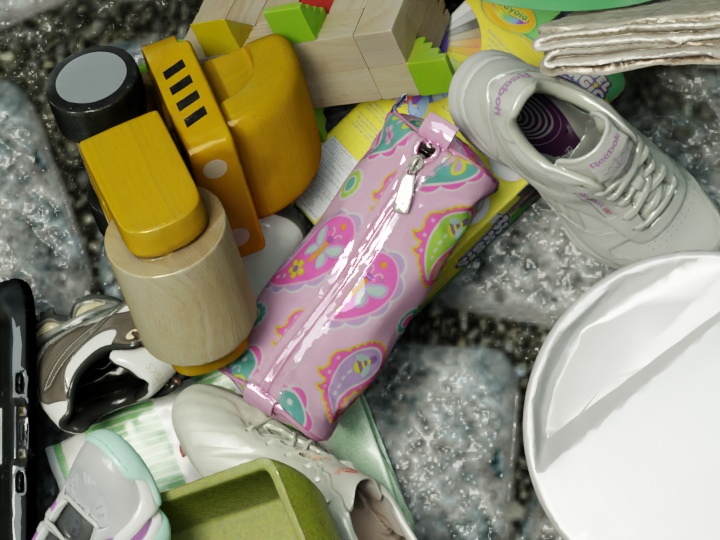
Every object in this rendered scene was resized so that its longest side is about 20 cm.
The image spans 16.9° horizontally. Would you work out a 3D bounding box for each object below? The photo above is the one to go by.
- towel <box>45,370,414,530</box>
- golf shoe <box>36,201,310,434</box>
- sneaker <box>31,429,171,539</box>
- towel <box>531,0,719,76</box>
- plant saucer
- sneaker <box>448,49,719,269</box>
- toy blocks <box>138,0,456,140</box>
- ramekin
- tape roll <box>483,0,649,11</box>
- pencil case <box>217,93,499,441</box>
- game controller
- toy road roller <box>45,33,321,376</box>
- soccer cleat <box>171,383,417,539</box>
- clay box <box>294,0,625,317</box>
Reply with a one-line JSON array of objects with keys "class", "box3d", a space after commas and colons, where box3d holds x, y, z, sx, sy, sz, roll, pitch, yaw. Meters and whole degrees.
[{"class": "towel", "box3d": [-0.082, 0.134, 1.485, 0.199, 0.023, 0.153, -25, 73, 6]}, {"class": "golf shoe", "box3d": [-0.110, 0.034, 1.470, 0.200, 0.078, 0.095, -34, 35, 10]}, {"class": "sneaker", "box3d": [-0.186, 0.192, 1.382, 0.078, 0.140, 0.201, 34, 130, 37]}, {"class": "towel", "box3d": [0.185, -0.140, 1.393, 0.132, 0.200, 0.035, -2, 102, 25]}, {"class": "plant saucer", "box3d": [-0.052, 0.209, 1.389, 0.199, 0.048, 0.201, -23, 89, 51]}, {"class": "sneaker", "box3d": [0.140, -0.052, 1.408, 0.200, 0.100, 0.075, 33, 88, -21]}, {"class": "toy blocks", "box3d": [-0.021, -0.162, 1.494, 0.199, 0.100, 0.137, -5, 42, 27]}, {"class": "ramekin", "box3d": [0.197, 0.095, 1.397, 0.201, 0.094, 0.203, -2, 78, 11]}, {"class": "tape roll", "box3d": [0.121, -0.222, 1.442, 0.199, 0.048, 0.201, -1, 34, 1]}, {"class": "pencil case", "box3d": [0.000, 0.000, 1.418, 0.087, 0.087, 0.200, 35, 91, 17]}, {"class": "game controller", "box3d": [-0.225, 0.108, 1.487, 0.104, 0.042, 0.201, -17, 71, 50]}, {"class": "toy road roller", "box3d": [-0.085, -0.054, 1.397, 0.145, 0.123, 0.200, -22, 47, -5]}, {"class": "soccer cleat", "box3d": [-0.028, 0.128, 1.418, 0.200, 0.078, 0.069, 44, 47, 13]}, {"class": "clay box", "box3d": [0.060, -0.079, 1.488, 0.200, 0.048, 0.115, -43, 74, 0]}]
